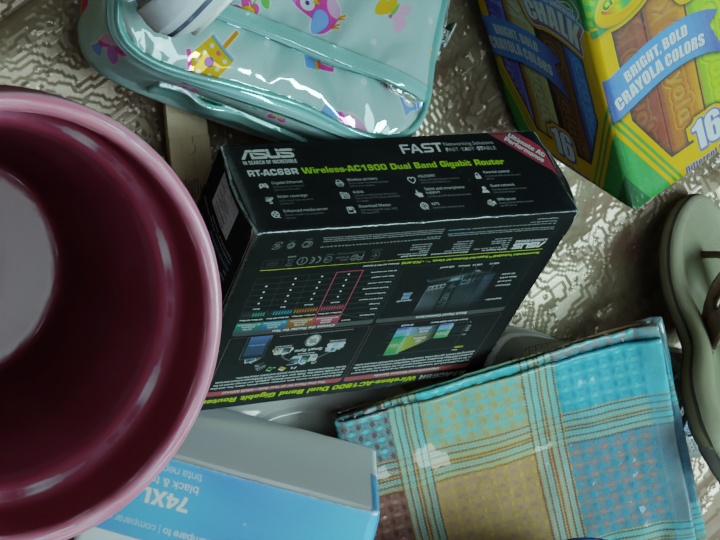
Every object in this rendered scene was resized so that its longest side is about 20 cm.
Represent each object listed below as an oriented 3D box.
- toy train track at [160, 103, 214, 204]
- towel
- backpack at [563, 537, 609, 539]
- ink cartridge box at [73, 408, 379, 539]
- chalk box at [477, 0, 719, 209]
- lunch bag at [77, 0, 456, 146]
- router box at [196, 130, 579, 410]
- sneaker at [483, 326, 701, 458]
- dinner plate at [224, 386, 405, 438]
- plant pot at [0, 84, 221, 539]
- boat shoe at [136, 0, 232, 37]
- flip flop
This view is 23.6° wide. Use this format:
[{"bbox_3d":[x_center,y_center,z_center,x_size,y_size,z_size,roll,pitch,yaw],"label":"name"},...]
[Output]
[{"bbox_3d":[-0.136,-0.042,0.937,0.198,0.032,0.116,-9,106,-20],"label":"toy train track"},{"bbox_3d":[0.095,0.120,1.002,0.198,0.022,0.148,-16,109,0],"label":"towel"},{"bbox_3d":[0.101,0.243,0.926,0.199,0.147,0.184,-28,78,-15],"label":"backpack"},{"bbox_3d":[-0.084,0.187,0.913,0.144,0.147,0.202,15,96,-2],"label":"ink cartridge box"},{"bbox_3d":[0.142,-0.163,0.955,0.124,0.124,0.201,-33,130,-14],"label":"chalk box"},{"bbox_3d":[-0.043,-0.147,0.911,0.198,0.077,0.162,16,75,-25],"label":"lunch bag"},{"bbox_3d":[0.000,0.000,0.934,0.198,0.063,0.150,-4,142,-29],"label":"router box"},{"bbox_3d":[0.166,0.086,1.064,0.198,0.082,0.076,8,97,-24],"label":"sneaker"},{"bbox_3d":[-0.039,0.144,1.019,0.198,0.024,0.203,-5,102,-22],"label":"dinner plate"},{"bbox_3d":[-0.182,0.011,0.811,0.198,0.179,0.203,-4,100,-22],"label":"plant pot"},{"bbox_3d":[-0.024,-0.172,0.839,0.067,0.073,0.200,47,67,-17],"label":"boat shoe"},{"bbox_3d":[0.224,0.038,1.042,0.057,0.201,0.081,-25,131,28],"label":"flip flop"}]
